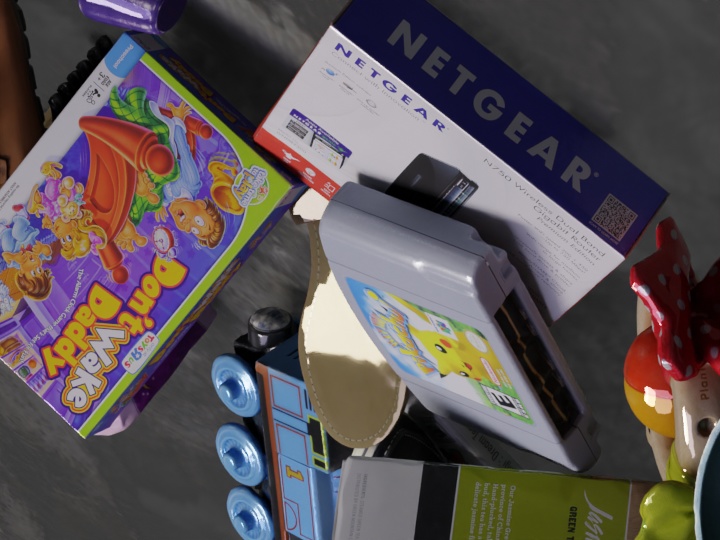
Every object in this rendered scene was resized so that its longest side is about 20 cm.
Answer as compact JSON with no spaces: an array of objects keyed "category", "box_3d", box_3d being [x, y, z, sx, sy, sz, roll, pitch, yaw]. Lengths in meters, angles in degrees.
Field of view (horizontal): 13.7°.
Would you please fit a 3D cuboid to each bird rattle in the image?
[{"category":"bird rattle","box_3d":[0.169,0.062,1.590,0.163,0.112,0.201,-115,9,-70]}]

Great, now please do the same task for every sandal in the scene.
[{"category":"sandal","box_3d":[0.005,0.001,1.801,0.077,0.070,0.213,8,122,29]}]

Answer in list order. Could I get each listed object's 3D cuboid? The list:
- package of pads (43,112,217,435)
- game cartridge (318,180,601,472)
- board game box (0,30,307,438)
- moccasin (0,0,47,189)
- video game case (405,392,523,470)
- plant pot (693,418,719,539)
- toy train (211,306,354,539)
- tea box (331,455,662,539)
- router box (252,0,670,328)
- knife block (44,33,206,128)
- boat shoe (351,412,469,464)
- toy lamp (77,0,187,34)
[{"category":"package of pads","box_3d":[-0.194,0.004,2.006,0.075,0.121,0.200,11,145,46]},{"category":"game cartridge","box_3d":[0.053,0.033,1.696,0.133,0.041,0.200,25,157,40]},{"category":"board game box","box_3d":[-0.142,-0.022,1.751,0.134,0.200,0.045,42,-165,7]},{"category":"moccasin","box_3d":[-0.243,-0.126,1.814,0.074,0.077,0.203,-1,103,65]},{"category":"video game case","box_3d":[0.053,0.146,2.040,0.182,0.024,0.200,48,154,-22]},{"category":"plant pot","box_3d":[0.285,0.117,1.476,0.199,0.134,0.202,17,119,34]},{"category":"toy train","box_3d":[-0.034,0.120,1.983,0.114,0.086,0.201,24,131,39]},{"category":"tea box","box_3d":[0.089,0.208,1.791,0.195,0.134,0.200,5,160,10]},{"category":"router box","box_3d":[0.050,-0.058,1.639,0.200,0.049,0.180,38,157,-1]},{"category":"knife block","box_3d":[-0.126,-0.059,1.865,0.175,0.064,0.200,8,143,50]},{"category":"boat shoe","box_3d":[0.043,0.151,1.947,0.062,0.075,0.200,18,156,28]},{"category":"toy lamp","box_3d":[-0.187,-0.193,1.716,0.199,0.058,0.058,27,155,20]}]
